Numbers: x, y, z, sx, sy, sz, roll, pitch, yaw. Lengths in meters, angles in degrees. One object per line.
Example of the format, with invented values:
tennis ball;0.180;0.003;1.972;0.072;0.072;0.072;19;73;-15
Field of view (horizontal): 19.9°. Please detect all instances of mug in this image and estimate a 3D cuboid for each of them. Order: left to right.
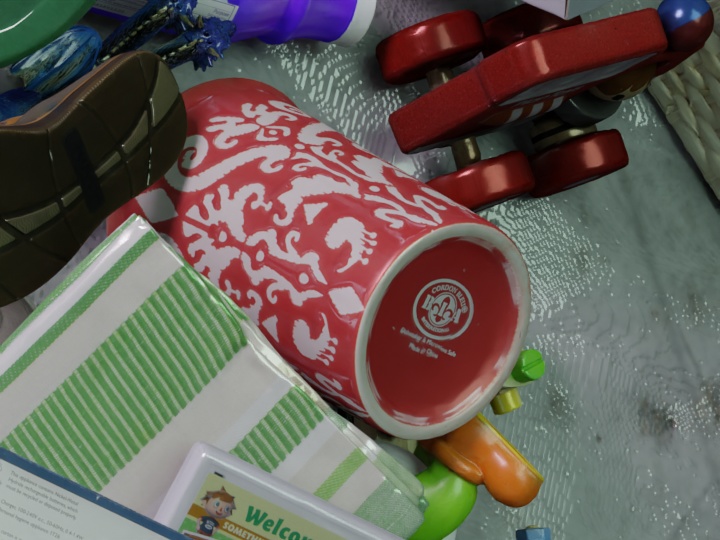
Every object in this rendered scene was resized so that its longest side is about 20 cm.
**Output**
mug;-0.002;-0.010;1.024;0.176;0.199;0.135;-16;118;-33

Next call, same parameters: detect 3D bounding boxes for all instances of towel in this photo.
towel;-0.083;0.092;0.931;0.152;0.023;0.200;-44;107;0

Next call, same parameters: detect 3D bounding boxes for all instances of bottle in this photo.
bottle;-0.083;-0.167;1.122;0.199;0.065;0.084;12;68;-33

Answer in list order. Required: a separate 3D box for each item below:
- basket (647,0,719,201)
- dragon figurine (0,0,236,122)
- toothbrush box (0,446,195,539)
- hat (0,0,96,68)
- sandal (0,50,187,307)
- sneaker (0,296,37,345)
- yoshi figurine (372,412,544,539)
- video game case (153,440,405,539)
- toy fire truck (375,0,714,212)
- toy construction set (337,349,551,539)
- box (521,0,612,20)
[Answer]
basket;0.293;-0.108;1.340;0.123;0.135;0.201;-42;102;-34
dragon figurine;-0.149;-0.085;1.028;0.200;0.099;0.059;-40;100;-37
toothbrush box;-0.145;0.145;0.803;0.146;0.199;0.086;29;61;-25
hat;-0.191;-0.204;1.021;0.199;0.176;0.166;-37;107;3
sandal;-0.157;-0.045;0.949;0.200;0.054;0.082;-45;126;-44
sneaker;-0.217;0.000;0.948;0.076;0.092;0.200;-45;103;-5
yoshi figurine;0.012;0.164;1.018;0.200;0.112;0.112;-46;139;-1
video game case;-0.032;0.199;0.936;0.199;0.022;0.183;28;93;-20
toy fire truck;0.117;-0.110;1.188;0.199;0.167;0.113;-16;86;-38
toy construction set;0.057;0.103;1.139;0.130;0.092;0.202;3;64;-36
box;0.096;-0.214;1.196;0.155;0.199;0.042;-26;132;-38
